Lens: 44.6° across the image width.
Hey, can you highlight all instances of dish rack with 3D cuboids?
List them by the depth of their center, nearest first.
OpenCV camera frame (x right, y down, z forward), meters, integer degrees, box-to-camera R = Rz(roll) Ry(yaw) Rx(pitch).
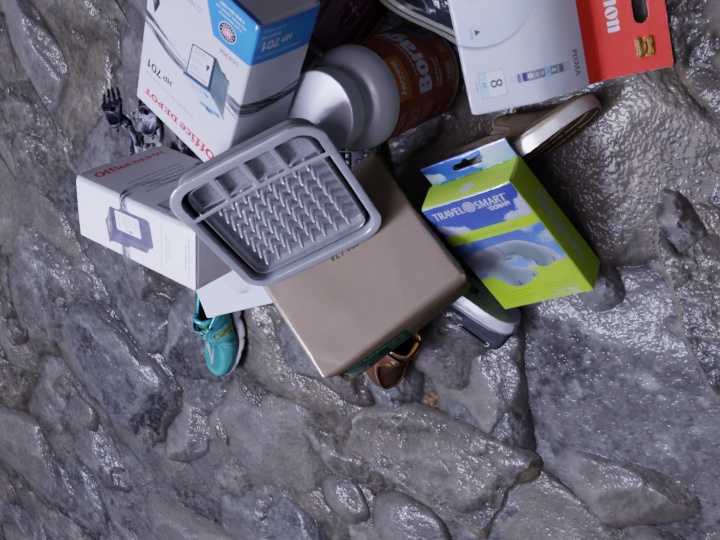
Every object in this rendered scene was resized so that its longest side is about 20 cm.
[{"bbox_3d":[-0.085,-0.072,0.909,0.171,0.200,0.044,-26,53,9],"label":"dish rack"}]

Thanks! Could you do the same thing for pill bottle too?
[{"bbox_3d":[0.015,-0.196,0.951,0.112,0.200,0.113,17,122,30],"label":"pill bottle"}]

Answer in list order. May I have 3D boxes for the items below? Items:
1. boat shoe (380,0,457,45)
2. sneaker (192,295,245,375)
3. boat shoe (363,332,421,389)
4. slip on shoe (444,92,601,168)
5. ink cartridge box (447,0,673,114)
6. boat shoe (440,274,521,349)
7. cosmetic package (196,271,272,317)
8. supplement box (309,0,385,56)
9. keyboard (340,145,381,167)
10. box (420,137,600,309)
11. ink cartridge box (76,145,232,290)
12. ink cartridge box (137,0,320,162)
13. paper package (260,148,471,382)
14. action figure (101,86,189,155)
[{"bbox_3d":[0.094,-0.286,0.935,0.200,0.075,0.062,33,123,14],"label":"boat shoe"},{"bbox_3d":[-0.230,0.079,1.361,0.077,0.080,0.201,20,123,29],"label":"sneaker"},{"bbox_3d":[0.040,0.096,1.135,0.068,0.072,0.200,47,152,34],"label":"boat shoe"},{"bbox_3d":[0.168,-0.145,0.952,0.200,0.076,0.061,-34,78,49],"label":"slip on shoe"},{"bbox_3d":[0.190,-0.251,0.851,0.199,0.047,0.161,-9,108,20],"label":"ink cartridge box"},{"bbox_3d":[0.105,0.029,1.091,0.200,0.070,0.066,32,128,13],"label":"boat shoe"},{"bbox_3d":[-0.149,-0.063,1.197,0.199,0.123,0.201,-13,105,40],"label":"cosmetic package"},{"bbox_3d":[-0.059,-0.306,0.947,0.110,0.200,0.086,41,96,13],"label":"supplement box"},{"bbox_3d":[-0.026,-0.086,1.102,0.104,0.040,0.201,2,97,22],"label":"keyboard"},{"bbox_3d":[0.161,-0.045,0.965,0.122,0.048,0.200,-16,128,41],"label":"box"},{"bbox_3d":[-0.224,-0.071,1.071,0.200,0.145,0.085,23,124,27],"label":"ink cartridge box"},{"bbox_3d":[-0.137,-0.215,0.866,0.146,0.086,0.200,43,140,15],"label":"ink cartridge box"},{"bbox_3d":[0.000,0.000,1.019,0.200,0.103,0.191,-37,72,5],"label":"paper package"},{"bbox_3d":[-0.290,-0.188,1.259,0.118,0.102,0.200,2,158,8],"label":"action figure"}]
